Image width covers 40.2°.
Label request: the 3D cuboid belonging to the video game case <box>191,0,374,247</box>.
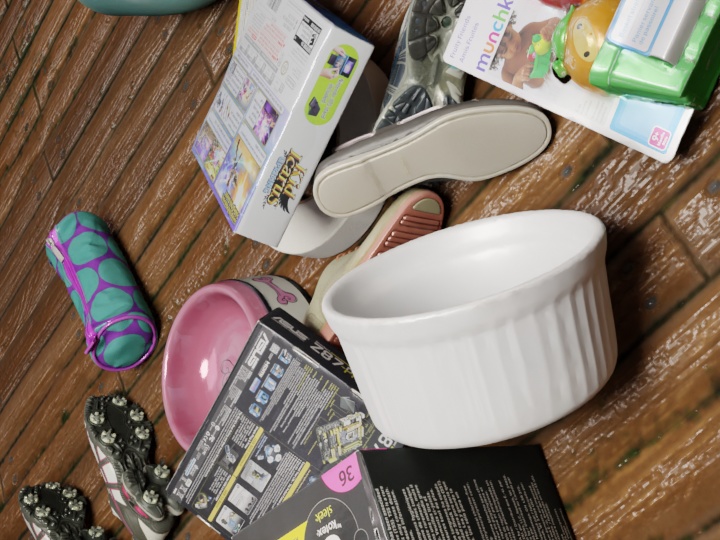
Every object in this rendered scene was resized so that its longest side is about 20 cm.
[{"bbox_3d":[-0.076,-0.145,0.853,0.183,0.045,0.200,-61,30,16],"label":"video game case"}]

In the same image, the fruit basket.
[{"bbox_3d":[0.165,-0.199,0.679,0.198,0.093,0.188,30,106,25],"label":"fruit basket"}]

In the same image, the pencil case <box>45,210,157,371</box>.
[{"bbox_3d":[-0.311,0.023,1.167,0.086,0.091,0.201,-56,49,23],"label":"pencil case"}]

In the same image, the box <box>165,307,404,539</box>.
[{"bbox_3d":[-0.061,0.160,0.854,0.160,0.049,0.202,34,112,10],"label":"box"}]

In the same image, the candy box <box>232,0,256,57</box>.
[{"bbox_3d":[-0.092,-0.184,0.963,0.101,0.026,0.204,4,86,44],"label":"candy box"}]

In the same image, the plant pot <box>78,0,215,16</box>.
[{"bbox_3d":[-0.212,-0.371,1.064,0.159,0.199,0.205,17,96,33],"label":"plant pot"}]

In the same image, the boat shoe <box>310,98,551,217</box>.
[{"bbox_3d":[0.052,-0.101,0.788,0.196,0.068,0.057,-17,36,12],"label":"boat shoe"}]

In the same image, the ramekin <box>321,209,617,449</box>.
[{"bbox_3d":[0.080,0.038,0.675,0.198,0.199,0.099,-2,111,46],"label":"ramekin"}]

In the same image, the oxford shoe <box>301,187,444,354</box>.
[{"bbox_3d":[0.000,0.000,0.857,0.201,0.070,0.074,-55,46,24],"label":"oxford shoe"}]

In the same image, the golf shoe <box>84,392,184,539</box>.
[{"bbox_3d":[-0.267,0.223,1.102,0.201,0.076,0.089,51,126,39],"label":"golf shoe"}]

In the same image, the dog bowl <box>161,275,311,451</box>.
[{"bbox_3d":[-0.122,0.101,0.967,0.198,0.073,0.205,-11,75,45],"label":"dog bowl"}]

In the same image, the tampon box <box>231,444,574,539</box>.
[{"bbox_3d":[0.039,0.211,0.685,0.149,0.198,0.128,-39,57,34],"label":"tampon box"}]

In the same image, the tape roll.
[{"bbox_3d":[-0.043,-0.114,0.945,0.201,0.037,0.207,-11,75,46],"label":"tape roll"}]

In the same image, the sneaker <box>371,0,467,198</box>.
[{"bbox_3d":[0.058,-0.158,0.834,0.087,0.076,0.203,-89,15,-61],"label":"sneaker"}]

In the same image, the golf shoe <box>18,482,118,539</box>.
[{"bbox_3d":[-0.356,0.325,1.169,0.199,0.076,0.090,31,113,46],"label":"golf shoe"}]
